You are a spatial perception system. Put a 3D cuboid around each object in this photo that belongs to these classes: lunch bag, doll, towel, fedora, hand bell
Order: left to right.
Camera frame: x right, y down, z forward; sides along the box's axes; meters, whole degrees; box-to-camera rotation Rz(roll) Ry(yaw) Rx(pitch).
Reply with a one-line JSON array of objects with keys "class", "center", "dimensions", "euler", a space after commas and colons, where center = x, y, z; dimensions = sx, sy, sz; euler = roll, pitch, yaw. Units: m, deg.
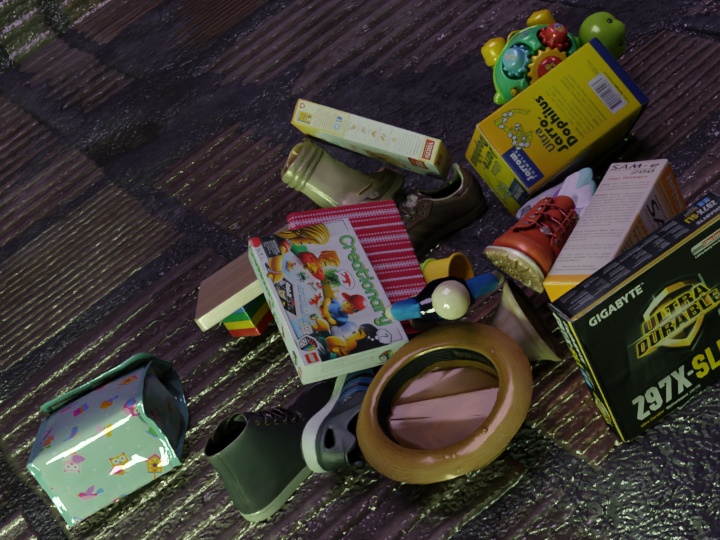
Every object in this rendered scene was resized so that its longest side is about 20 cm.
[{"class": "lunch bag", "center": [-0.305, 0.191, 1.675], "dimensions": [0.169, 0.123, 0.200], "euler": [-28, 21, 7]}, {"class": "towel", "center": [0.000, 0.000, 1.619], "dimensions": [0.143, 0.023, 0.201], "euler": [-8, 50, -13]}, {"class": "doll", "center": [0.092, 0.031, 1.462], "dimensions": [0.135, 0.049, 0.200], "euler": [-18, -4, -1]}, {"class": "fedora", "center": [0.095, 0.149, 1.400], "dimensions": [0.199, 0.082, 0.202], "euler": [-19, 46, 21]}, {"class": "hand bell", "center": [0.112, 0.110, 1.482], "dimensions": [0.199, 0.104, 0.104], "euler": [-37, 27, 14]}]

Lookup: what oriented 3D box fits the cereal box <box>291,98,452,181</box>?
[{"class": "cereal box", "center": [0.018, -0.171, 1.798], "dimensions": [0.198, 0.144, 0.040], "euler": [18, 89, 12]}]

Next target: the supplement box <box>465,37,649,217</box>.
[{"class": "supplement box", "center": [0.245, -0.178, 1.711], "dimensions": [0.199, 0.110, 0.109], "euler": [-37, -11, -12]}]

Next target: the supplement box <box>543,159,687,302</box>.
[{"class": "supplement box", "center": [0.282, -0.007, 1.442], "dimensions": [0.073, 0.127, 0.201], "euler": [-2, 40, 40]}]

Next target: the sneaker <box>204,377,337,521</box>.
[{"class": "sneaker", "center": [-0.087, 0.171, 1.519], "dimensions": [0.074, 0.107, 0.201], "euler": [0, 41, 42]}]

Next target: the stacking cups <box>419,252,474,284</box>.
[{"class": "stacking cups", "center": [0.044, 0.025, 1.683], "dimensions": [0.198, 0.061, 0.061], "euler": [-12, 33, 36]}]

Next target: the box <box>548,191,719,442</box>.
[{"class": "box", "center": [0.297, 0.046, 1.313], "dimensions": [0.199, 0.161, 0.049], "euler": [-33, 30, -8]}]

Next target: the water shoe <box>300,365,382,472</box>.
[{"class": "water shoe", "center": [0.007, 0.153, 1.500], "dimensions": [0.078, 0.072, 0.201], "euler": [-1, 35, 29]}]

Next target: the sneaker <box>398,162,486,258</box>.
[{"class": "sneaker", "center": [0.068, -0.066, 1.773], "dimensions": [0.199, 0.076, 0.070], "euler": [-35, 30, -10]}]

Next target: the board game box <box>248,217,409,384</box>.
[{"class": "board game box", "center": [-0.039, 0.031, 1.548], "dimensions": [0.125, 0.035, 0.201], "euler": [-13, 50, -17]}]

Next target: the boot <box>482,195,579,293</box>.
[{"class": "boot", "center": [0.189, -0.037, 1.458], "dimensions": [0.108, 0.075, 0.200], "euler": [-55, -4, 7]}]

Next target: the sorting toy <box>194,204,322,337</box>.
[{"class": "sorting toy", "center": [-0.112, 0.013, 1.772], "dimensions": [0.199, 0.070, 0.199], "euler": [-33, 14, 3]}]

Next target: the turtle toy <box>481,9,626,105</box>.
[{"class": "turtle toy", "center": [0.265, -0.279, 1.834], "dimensions": [0.199, 0.147, 0.101], "euler": [-32, 9, -4]}]

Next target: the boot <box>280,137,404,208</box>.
[{"class": "boot", "center": [-0.025, -0.125, 1.844], "dimensions": [0.073, 0.155, 0.200], "euler": [-55, 5, 25]}]

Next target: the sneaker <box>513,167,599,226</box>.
[{"class": "sneaker", "center": [0.228, -0.037, 1.598], "dimensions": [0.139, 0.078, 0.200], "euler": [-24, 21, 14]}]
